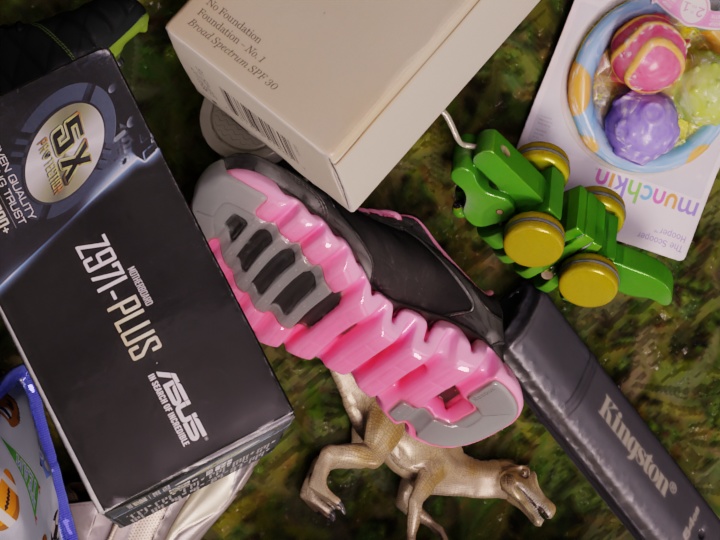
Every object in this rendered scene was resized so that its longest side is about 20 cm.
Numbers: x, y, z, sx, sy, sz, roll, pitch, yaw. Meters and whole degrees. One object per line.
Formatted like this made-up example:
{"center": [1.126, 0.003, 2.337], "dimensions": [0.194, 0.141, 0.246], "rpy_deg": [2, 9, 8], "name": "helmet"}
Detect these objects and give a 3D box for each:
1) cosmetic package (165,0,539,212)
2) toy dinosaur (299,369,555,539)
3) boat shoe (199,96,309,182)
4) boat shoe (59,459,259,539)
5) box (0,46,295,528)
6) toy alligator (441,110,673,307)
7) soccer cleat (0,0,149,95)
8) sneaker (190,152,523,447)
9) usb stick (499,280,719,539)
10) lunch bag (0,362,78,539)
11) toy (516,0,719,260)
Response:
{"center": [0.020, -0.138, 0.833], "dimensions": [0.103, 0.073, 0.200], "rpy_deg": [37, 81, 18], "name": "cosmetic package"}
{"center": [0.010, 0.082, 0.964], "dimensions": [0.200, 0.058, 0.101], "rpy_deg": [44, 73, -19], "name": "toy dinosaur"}
{"center": [0.004, -0.121, 0.905], "dimensions": [0.200, 0.072, 0.068], "rpy_deg": [-50, 149, -7], "name": "boat shoe"}
{"center": [-0.121, 0.130, 0.925], "dimensions": [0.073, 0.074, 0.201], "rpy_deg": [34, 86, -6], "name": "boat shoe"}
{"center": [-0.105, 0.017, 0.799], "dimensions": [0.086, 0.200, 0.164], "rpy_deg": [-26, 83, -9], "name": "box"}
{"center": [0.074, -0.032, 0.930], "dimensions": [0.200, 0.060, 0.054], "rpy_deg": [35, 134, -26], "name": "toy alligator"}
{"center": [-0.192, -0.086, 0.847], "dimensions": [0.199, 0.068, 0.081], "rpy_deg": [-29, 100, -7], "name": "soccer cleat"}
{"center": [0.000, 0.000, 0.895], "dimensions": [0.079, 0.096, 0.200], "rpy_deg": [-29, 124, 35], "name": "sneaker"}
{"center": [0.132, 0.091, 0.995], "dimensions": [0.033, 0.056, 0.200], "rpy_deg": [-22, 117, 36], "name": "usb stick"}
{"center": [-0.225, 0.118, 0.790], "dimensions": [0.169, 0.200, 0.125], "rpy_deg": [-14, 100, 6], "name": "lunch bag"}
{"center": [0.161, -0.109, 0.954], "dimensions": [0.115, 0.047, 0.201], "rpy_deg": [17, 98, -18], "name": "toy"}
